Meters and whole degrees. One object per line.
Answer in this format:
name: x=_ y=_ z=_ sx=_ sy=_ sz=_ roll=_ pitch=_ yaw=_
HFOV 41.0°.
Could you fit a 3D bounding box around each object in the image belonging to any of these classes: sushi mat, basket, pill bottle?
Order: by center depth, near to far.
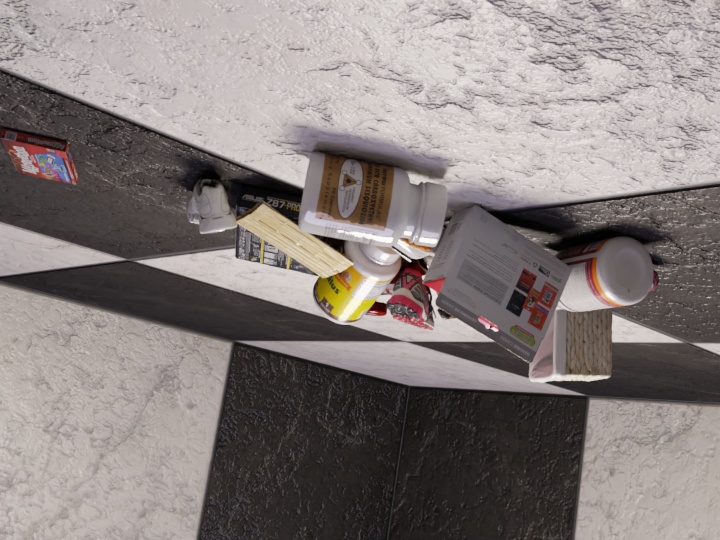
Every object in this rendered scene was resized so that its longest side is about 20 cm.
pill bottle: x=0.017 y=-0.094 z=1.366 sx=0.198 sy=0.116 sz=0.114 roll=10 pitch=168 yaw=-6
pill bottle: x=0.378 y=0.011 z=1.591 sx=0.109 sy=0.111 sz=0.200 roll=14 pitch=167 yaw=-22
sushi mat: x=-0.109 y=-0.048 z=1.611 sx=0.199 sy=0.012 sz=0.095 roll=33 pitch=145 yaw=-27
pill bottle: x=0.000 y=0.000 z=1.701 sx=0.108 sy=0.110 sz=0.200 roll=14 pitch=137 yaw=-23
basket: x=0.408 y=0.117 z=1.866 sx=0.122 sy=0.202 sz=0.136 roll=6 pitch=169 yaw=-10

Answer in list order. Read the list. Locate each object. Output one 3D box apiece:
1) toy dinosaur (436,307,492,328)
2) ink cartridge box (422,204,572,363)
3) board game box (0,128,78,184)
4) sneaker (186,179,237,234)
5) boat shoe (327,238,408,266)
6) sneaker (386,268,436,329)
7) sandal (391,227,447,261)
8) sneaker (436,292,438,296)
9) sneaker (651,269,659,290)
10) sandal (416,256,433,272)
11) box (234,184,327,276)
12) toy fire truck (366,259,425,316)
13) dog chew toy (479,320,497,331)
toy dinosaur: x=0.236 y=0.034 z=1.775 sx=0.102 sy=0.200 sz=0.136 roll=41 pitch=-175 yaw=-9
ink cartridge box: x=0.208 y=0.027 z=1.521 sx=0.199 sy=0.177 sz=0.084 roll=32 pitch=162 yaw=-16
board game box: x=-0.528 y=-0.186 z=1.598 sx=0.102 sy=0.020 sz=0.200 roll=13 pitch=168 yaw=-9
sneaker: x=-0.250 y=-0.116 z=1.602 sx=0.074 sy=0.082 sz=0.200 roll=-14 pitch=-165 yaw=-17
boat shoe: x=-0.005 y=-0.029 z=1.808 sx=0.198 sy=0.068 sz=0.072 roll=11 pitch=168 yaw=-6
sneaker: x=0.102 y=0.057 z=1.753 sx=0.080 sy=0.075 sz=0.200 roll=17 pitch=168 yaw=12
sandal: x=0.088 y=-0.045 z=1.561 sx=0.206 sy=0.080 sz=0.059 roll=24 pitch=134 yaw=-33
sneaker: x=0.161 y=0.004 z=1.791 sx=0.069 sy=0.083 sz=0.200 roll=5 pitch=165 yaw=14
sneaker: x=0.427 y=0.026 z=1.698 sx=0.074 sy=0.082 sz=0.199 roll=17 pitch=166 yaw=-41
sandal: x=0.132 y=-0.026 z=1.663 sx=0.081 sy=0.055 sz=0.200 roll=-9 pitch=147 yaw=28
box: x=-0.136 y=-0.065 z=1.672 sx=0.160 sy=0.050 sz=0.200 roll=13 pitch=153 yaw=-1
toy fire truck: x=0.034 y=0.025 z=1.901 sx=0.198 sy=0.113 sz=0.168 roll=1 pitch=169 yaw=31
dog chew toy: x=0.291 y=0.061 z=1.893 sx=0.123 sy=0.126 sz=0.200 roll=12 pitch=159 yaw=-14
